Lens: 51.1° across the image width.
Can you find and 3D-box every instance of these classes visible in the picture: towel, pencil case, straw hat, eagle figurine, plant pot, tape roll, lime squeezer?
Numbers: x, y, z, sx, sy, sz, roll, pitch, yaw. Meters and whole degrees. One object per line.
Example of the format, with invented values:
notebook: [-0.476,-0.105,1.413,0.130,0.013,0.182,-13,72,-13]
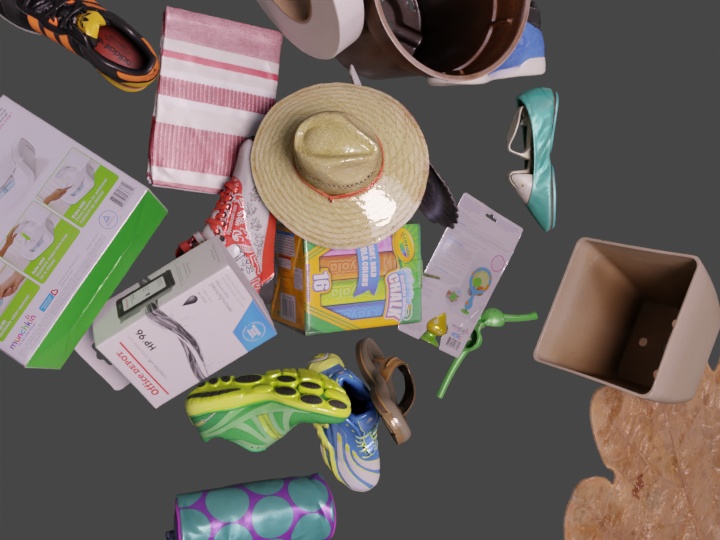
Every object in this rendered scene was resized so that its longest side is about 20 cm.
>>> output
towel: [-0.169,-0.191,0.879,0.143,0.023,0.202,5,95,-28]
pencil case: [-0.130,0.305,0.915,0.198,0.085,0.093,-2,81,-25]
straw hat: [-0.025,-0.123,0.791,0.199,0.085,0.203,0,81,2]
eagle figurine: [0.029,-0.143,0.927,0.198,0.151,0.153,13,75,-16]
plant pot: [0.411,0.089,1.108,0.176,0.199,0.201,27,83,-38]
tape roll: [-0.073,-0.324,0.810,0.037,0.202,0.204,-39,110,-15]
plant pot: [0.057,-0.312,0.877,0.199,0.198,0.202,-3,98,-26]
lime squeezer: [0.172,0.096,1.075,0.199,0.038,0.071,-37,141,-19]

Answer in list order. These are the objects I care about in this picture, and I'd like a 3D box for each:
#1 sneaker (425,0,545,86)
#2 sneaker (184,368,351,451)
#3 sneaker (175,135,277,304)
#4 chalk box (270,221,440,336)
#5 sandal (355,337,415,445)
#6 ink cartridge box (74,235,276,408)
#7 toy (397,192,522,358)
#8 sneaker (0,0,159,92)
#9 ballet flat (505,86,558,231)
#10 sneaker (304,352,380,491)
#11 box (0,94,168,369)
sneaker: [0.164,-0.307,0.996,0.198,0.077,0.112,-15,108,-28]
sneaker: [-0.106,0.167,0.897,0.198,0.074,0.084,-3,116,9]
sneaker: [-0.155,-0.050,0.864,0.107,0.067,0.203,-7,110,-25]
chalk box: [0.000,0.000,0.925,0.198,0.125,0.125,-5,98,-27]
sandal: [0.040,0.139,0.919,0.054,0.200,0.081,-31,110,3]
ink cartridge box: [-0.207,0.068,0.816,0.199,0.068,0.116,-31,130,-2]
toy: [0.129,0.007,1.031,0.115,0.047,0.201,27,87,-29]
sneaker: [-0.293,-0.260,0.771,0.199,0.090,0.070,32,82,-26]
ballet flat: [0.240,-0.156,1.067,0.070,0.067,0.202,-1,96,-1]
sneaker: [-0.012,0.204,0.950,0.075,0.105,0.201,-28,107,-20]
box: [-0.325,-0.034,0.741,0.176,0.097,0.201,31,81,3]
